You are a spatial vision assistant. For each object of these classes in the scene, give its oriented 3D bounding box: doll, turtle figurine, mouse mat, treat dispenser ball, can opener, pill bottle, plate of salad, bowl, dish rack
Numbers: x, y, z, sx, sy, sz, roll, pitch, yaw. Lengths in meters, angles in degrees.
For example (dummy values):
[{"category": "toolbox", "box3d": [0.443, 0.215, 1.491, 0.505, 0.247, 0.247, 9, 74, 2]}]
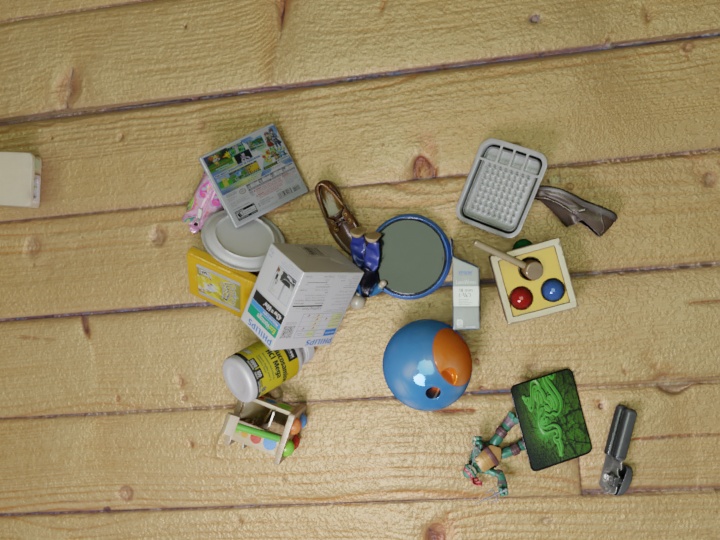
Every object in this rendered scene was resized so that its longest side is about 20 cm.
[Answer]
[{"category": "doll", "box3d": [0.000, 0.000, 1.702, 0.136, 0.048, 0.201, 20, 123, 25]}, {"category": "turtle figurine", "box3d": [0.296, 0.421, 1.669, 0.200, 0.101, 0.150, -39, 104, -9]}, {"category": "mouse mat", "box3d": [0.432, 0.337, 1.664, 0.160, 0.008, 0.201, -15, 88, -13]}, {"category": "treat dispenser ball", "box3d": [0.148, 0.210, 1.636, 0.199, 0.201, 0.202, 0, 91, 9]}, {"category": "can opener", "box3d": [0.587, 0.406, 1.657, 0.066, 0.053, 0.201, 12, 93, -24]}, {"category": "pill bottle", "box3d": [-0.206, 0.209, 1.689, 0.112, 0.199, 0.113, 27, 130, 37]}, {"category": "plate of salad", "box3d": [-0.274, -0.067, 1.721, 0.199, 0.200, 0.048, 31, 134, 7]}, {"category": "bowl", "box3d": [0.112, -0.032, 1.718, 0.199, 0.039, 0.202, 0, 91, 8]}, {"category": "dish rack", "box3d": [0.320, -0.183, 1.659, 0.171, 0.043, 0.201, 25, 95, 31]}]

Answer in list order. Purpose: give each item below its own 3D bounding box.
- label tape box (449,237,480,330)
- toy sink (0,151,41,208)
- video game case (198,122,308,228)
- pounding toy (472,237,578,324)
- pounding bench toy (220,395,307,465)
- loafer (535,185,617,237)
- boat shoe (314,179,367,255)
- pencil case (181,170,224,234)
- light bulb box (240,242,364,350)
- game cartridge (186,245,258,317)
[{"category": "label tape box", "box3d": [0.236, 0.027, 1.646, 0.063, 0.144, 0.202, -1, 91, 9]}, {"category": "toy sink", "box3d": [-0.867, -0.224, 1.828, 0.199, 0.112, 0.131, 3, 92, 14]}, {"category": "video game case", "box3d": [-0.248, -0.223, 1.724, 0.199, 0.022, 0.183, -29, 95, -19]}, {"category": "pounding toy", "box3d": [0.361, 0.006, 1.628, 0.183, 0.142, 0.201, -15, 89, 8]}, {"category": "pounding bench toy", "box3d": [-0.219, 0.364, 1.695, 0.155, 0.200, 0.125, 19, 94, 8]}, {"category": "loafer", "box3d": [0.469, -0.132, 1.643, 0.199, 0.073, 0.071, 24, 95, 8]}, {"category": "boat shoe", "box3d": [-0.052, -0.120, 1.726, 0.072, 0.068, 0.201, -29, 87, 8]}, {"category": "pencil case", "box3d": [-0.354, -0.183, 1.763, 0.087, 0.087, 0.201, 28, 94, 7]}, {"category": "light bulb box", "box3d": [-0.129, 0.057, 1.642, 0.125, 0.198, 0.201, 39, 114, 34]}, {"category": "game cartridge", "box3d": [-0.312, 0.041, 1.727, 0.199, 0.177, 0.033, 26, 56, 8]}]
